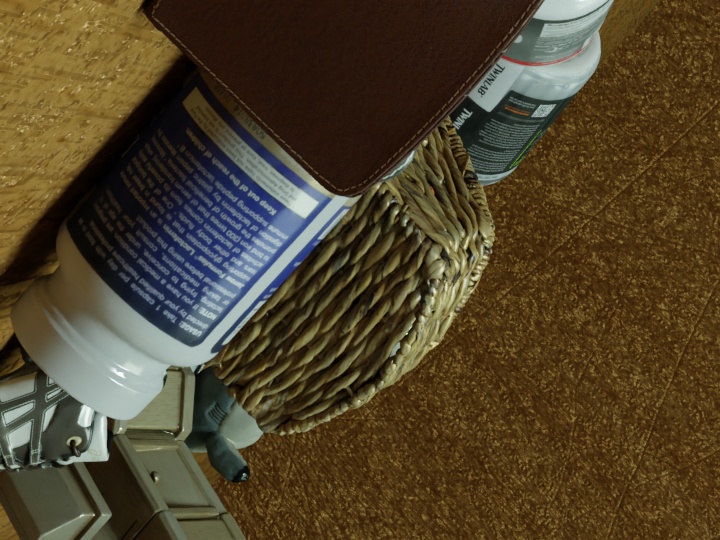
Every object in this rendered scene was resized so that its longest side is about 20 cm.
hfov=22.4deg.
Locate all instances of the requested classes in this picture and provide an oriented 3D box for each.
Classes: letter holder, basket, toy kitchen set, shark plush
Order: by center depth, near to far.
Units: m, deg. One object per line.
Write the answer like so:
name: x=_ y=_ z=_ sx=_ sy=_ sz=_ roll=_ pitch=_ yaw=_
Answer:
letter holder: x=0.024 y=-0.151 z=0.835 sx=0.200 sy=0.142 sz=0.101 roll=-49 pitch=174 yaw=27
basket: x=0.000 y=0.000 z=1.195 sx=0.200 sy=0.143 sz=0.149 roll=-46 pitch=174 yaw=31
toy kitchen set: x=-0.139 y=0.104 z=1.247 sx=0.163 sy=0.200 sz=0.181 roll=8 pitch=130 yaw=-52
shark plush: x=-0.129 y=0.088 z=1.387 sx=0.199 sy=0.084 sz=0.091 roll=11 pitch=-137 yaw=45

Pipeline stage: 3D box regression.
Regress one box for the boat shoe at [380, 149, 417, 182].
boat shoe: x=0.021 y=-0.117 z=0.966 sx=0.072 sy=0.066 sz=0.202 roll=-30 pitch=-141 yaw=25

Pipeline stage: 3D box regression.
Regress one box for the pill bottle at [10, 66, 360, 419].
pill bottle: x=-0.096 y=-0.020 z=1.009 sx=0.200 sy=0.116 sz=0.116 roll=-47 pitch=175 yaw=10

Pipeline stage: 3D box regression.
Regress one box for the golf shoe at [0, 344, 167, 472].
golf shoe: x=-0.210 y=0.102 z=1.147 sx=0.200 sy=0.095 sz=0.078 roll=-45 pitch=176 yaw=-3

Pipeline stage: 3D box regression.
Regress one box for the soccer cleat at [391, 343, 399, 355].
soccer cleat: x=-0.014 y=-0.016 z=1.352 sx=0.077 sy=0.201 sz=0.069 roll=-24 pitch=-172 yaw=-34

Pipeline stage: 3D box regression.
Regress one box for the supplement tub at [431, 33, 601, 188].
supplement tub: x=0.113 y=-0.157 z=1.588 sx=0.122 sy=0.123 sz=0.200 roll=-41 pitch=172 yaw=-42

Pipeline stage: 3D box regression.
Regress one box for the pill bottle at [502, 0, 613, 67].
pill bottle: x=0.134 y=-0.224 z=1.304 sx=0.114 sy=0.114 sz=0.200 roll=-46 pitch=174 yaw=-6

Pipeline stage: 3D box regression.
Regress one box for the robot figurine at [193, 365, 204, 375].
robot figurine: x=-0.066 y=0.004 z=1.424 sx=0.200 sy=0.113 sz=0.170 roll=-44 pitch=145 yaw=-24

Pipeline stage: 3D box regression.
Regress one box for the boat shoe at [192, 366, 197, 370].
boat shoe: x=-0.185 y=0.109 z=1.502 sx=0.201 sy=0.070 sz=0.071 roll=-51 pitch=168 yaw=15
